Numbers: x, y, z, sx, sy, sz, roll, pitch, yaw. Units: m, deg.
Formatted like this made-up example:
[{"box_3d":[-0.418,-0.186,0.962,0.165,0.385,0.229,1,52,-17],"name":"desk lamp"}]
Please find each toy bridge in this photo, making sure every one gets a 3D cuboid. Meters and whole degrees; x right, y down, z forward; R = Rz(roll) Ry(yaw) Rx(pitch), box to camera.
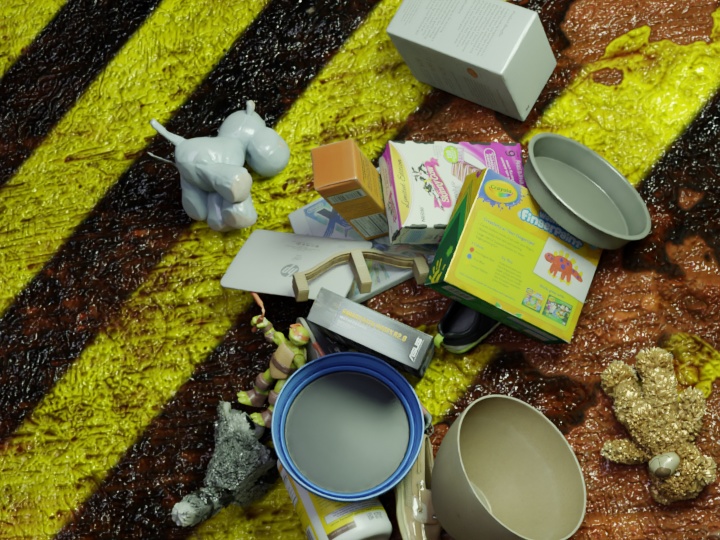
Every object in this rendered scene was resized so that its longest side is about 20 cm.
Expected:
[{"box_3d":[0.000,0.000,1.672,0.200,0.027,0.067,-8,49,-15],"name":"toy bridge"}]

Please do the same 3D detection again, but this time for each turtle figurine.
[{"box_3d":[-0.116,0.133,1.695,0.200,0.064,0.161,42,112,31],"name":"turtle figurine"}]

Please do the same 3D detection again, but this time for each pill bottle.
[{"box_3d":[-0.043,0.290,1.608,0.109,0.109,0.200,-31,64,8],"name":"pill bottle"}]

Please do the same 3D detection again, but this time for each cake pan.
[{"box_3d":[0.298,-0.104,1.586,0.037,0.200,0.200,-52,57,34],"name":"cake pan"}]

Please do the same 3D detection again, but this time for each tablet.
[{"box_3d":[-0.094,-0.009,1.734,0.200,0.014,0.130,6,44,24],"name":"tablet"}]

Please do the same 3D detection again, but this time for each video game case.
[{"box_3d":[0.008,-0.051,1.761,0.200,0.022,0.183,-27,64,10],"name":"video game case"}]

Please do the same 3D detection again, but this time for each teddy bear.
[{"box_3d":[0.373,0.194,1.506,0.145,0.067,0.200,-7,68,21],"name":"teddy bear"}]

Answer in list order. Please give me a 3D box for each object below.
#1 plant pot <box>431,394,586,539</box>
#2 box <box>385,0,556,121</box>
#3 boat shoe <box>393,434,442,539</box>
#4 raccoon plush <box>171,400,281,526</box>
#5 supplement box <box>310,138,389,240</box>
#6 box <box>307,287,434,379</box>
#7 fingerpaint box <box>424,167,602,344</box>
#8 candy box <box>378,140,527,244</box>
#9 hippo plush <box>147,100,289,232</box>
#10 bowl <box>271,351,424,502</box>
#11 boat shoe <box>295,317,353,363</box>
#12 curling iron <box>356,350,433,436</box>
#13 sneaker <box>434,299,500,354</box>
[{"box_3d":[0.167,0.278,1.505,0.134,0.200,0.201,-47,55,41],"name":"plant pot"},{"box_3d":[0.164,-0.325,1.727,0.200,0.152,0.106,26,81,26],"name":"box"},{"box_3d":[0.085,0.314,1.571,0.064,0.071,0.200,-21,64,14],"name":"boat shoe"},{"box_3d":[-0.204,0.259,1.651,0.134,0.200,0.097,42,123,29],"name":"raccoon plush"},{"box_3d":[-0.003,-0.110,1.661,0.069,0.200,0.067,-13,67,15],"name":"supplement box"},{"box_3d":[0.019,0.087,1.585,0.158,0.200,0.048,24,83,8],"name":"box"},{"box_3d":[0.208,-0.017,1.580,0.200,0.073,0.167,25,77,-16],"name":"fingerpaint box"},{"box_3d":[0.134,-0.109,1.656,0.200,0.061,0.137,-2,67,-16],"name":"candy box"},{"box_3d":[-0.203,-0.166,1.841,0.200,0.159,0.161,37,56,13],"name":"hippo plush"},{"box_3d":[-0.017,0.207,1.560,0.200,0.039,0.201,1,67,-2],"name":"bowl"},{"box_3d":[-0.033,0.143,1.693,0.063,0.073,0.200,-16,52,-23],"name":"boat shoe"},{"box_3d":[0.036,0.159,1.671,0.050,0.026,0.200,-41,62,6],"name":"curling iron"},{"box_3d":[0.178,0.036,1.629,0.072,0.083,0.200,38,88,27],"name":"sneaker"}]
